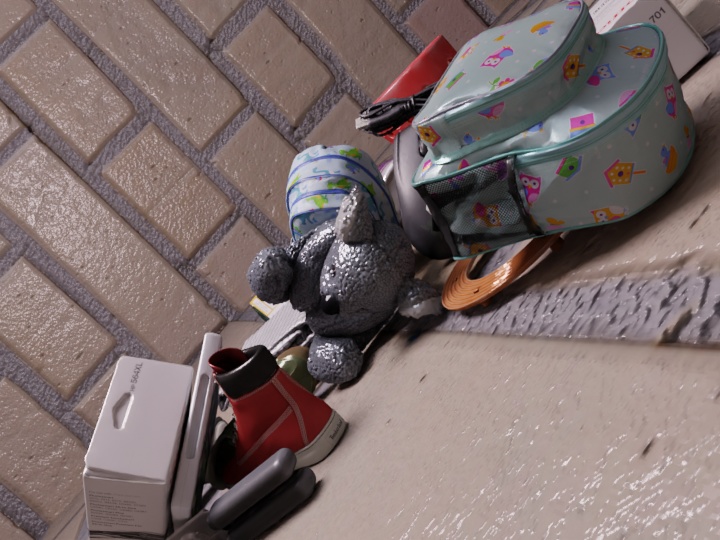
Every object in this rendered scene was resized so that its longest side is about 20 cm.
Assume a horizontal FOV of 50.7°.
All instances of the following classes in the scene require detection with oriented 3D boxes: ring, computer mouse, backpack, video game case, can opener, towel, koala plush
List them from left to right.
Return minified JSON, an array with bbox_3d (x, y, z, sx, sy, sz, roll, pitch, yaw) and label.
[{"bbox_3d":[-0.181,0.196,0.849,0.201,0.023,0.186,111,167,-58],"label":"video game case"},{"bbox_3d":[-0.117,0.230,0.740,0.199,0.053,0.067,-42,11,26],"label":"can opener"},{"bbox_3d":[-0.099,0.117,1.061,0.199,0.086,0.166,-42,12,21],"label":"towel"},{"bbox_3d":[-0.025,-0.072,1.010,0.159,0.204,0.155,1,38,15],"label":"backpack"},{"bbox_3d":[0.000,0.000,0.827,0.183,0.179,0.200,-39,2,-22],"label":"koala plush"},{"bbox_3d":[0.074,-0.113,0.879,0.135,0.205,0.053,-14,-3,14],"label":"computer mouse"},{"bbox_3d":[0.152,-0.035,0.717,0.201,0.019,0.201,-47,9,10],"label":"ring"},{"bbox_3d":[0.149,-0.114,0.591,0.196,0.155,0.177,-2,38,37],"label":"backpack"}]

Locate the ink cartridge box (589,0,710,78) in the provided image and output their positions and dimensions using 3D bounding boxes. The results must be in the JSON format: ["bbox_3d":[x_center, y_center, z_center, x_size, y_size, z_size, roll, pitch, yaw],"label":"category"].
[{"bbox_3d":[0.258,-0.219,0.788,0.146,0.086,0.201,-43,11,25],"label":"ink cartridge box"}]

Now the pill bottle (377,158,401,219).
[{"bbox_3d":[0.067,-0.120,1.190,0.113,0.112,0.200,-47,9,-3],"label":"pill bottle"}]

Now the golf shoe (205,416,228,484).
[{"bbox_3d":[-0.244,0.281,1.007,0.201,0.092,0.072,-53,12,-25],"label":"golf shoe"}]

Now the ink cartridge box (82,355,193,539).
[{"bbox_3d":[-0.233,0.216,0.812,0.148,0.082,0.203,-89,11,-47],"label":"ink cartridge box"}]

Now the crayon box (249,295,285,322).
[{"bbox_3d":[-0.068,0.018,1.224,0.125,0.052,0.201,30,73,40],"label":"crayon box"}]

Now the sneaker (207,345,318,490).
[{"bbox_3d":[-0.119,0.186,0.910,0.201,0.067,0.090,-50,8,22],"label":"sneaker"}]

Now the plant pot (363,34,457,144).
[{"bbox_3d":[0.133,-0.290,1.378,0.201,0.182,0.201,-46,9,9],"label":"plant pot"}]

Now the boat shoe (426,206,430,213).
[{"bbox_3d":[0.150,-0.117,0.834,0.201,0.062,0.074,-53,21,-24],"label":"boat shoe"}]

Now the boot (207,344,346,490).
[{"bbox_3d":[-0.121,0.153,0.795,0.199,0.144,0.073,-39,10,42],"label":"boot"}]

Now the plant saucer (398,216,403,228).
[{"bbox_3d":[0.116,-0.116,0.998,0.201,0.029,0.201,-52,-14,-19],"label":"plant saucer"}]
